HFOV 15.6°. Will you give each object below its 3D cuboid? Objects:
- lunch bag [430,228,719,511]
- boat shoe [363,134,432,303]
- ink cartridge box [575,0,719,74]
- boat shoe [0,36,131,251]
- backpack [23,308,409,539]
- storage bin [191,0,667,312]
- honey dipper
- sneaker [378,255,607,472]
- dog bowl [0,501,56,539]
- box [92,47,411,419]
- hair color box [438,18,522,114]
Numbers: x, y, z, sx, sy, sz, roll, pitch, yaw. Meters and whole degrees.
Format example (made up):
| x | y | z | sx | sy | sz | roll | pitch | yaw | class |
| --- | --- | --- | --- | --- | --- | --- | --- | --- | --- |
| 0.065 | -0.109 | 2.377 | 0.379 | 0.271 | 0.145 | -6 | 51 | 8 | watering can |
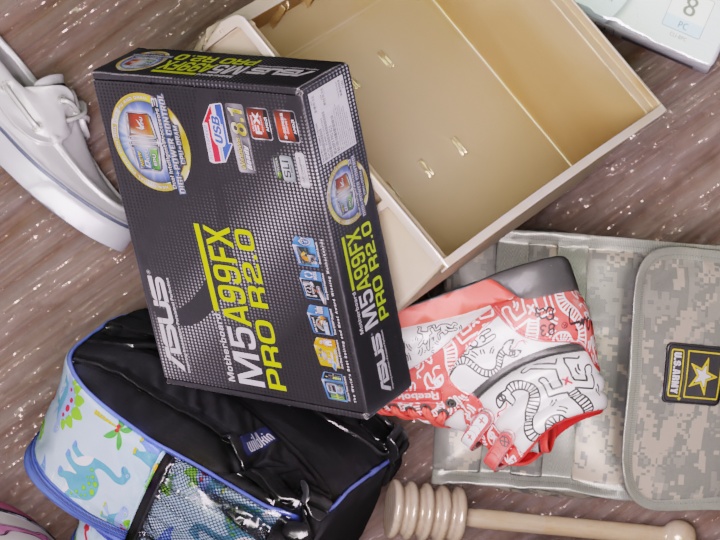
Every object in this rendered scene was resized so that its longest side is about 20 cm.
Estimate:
| x | y | z | sx | sy | sz | roll | pitch | yaw | class |
| --- | --- | --- | --- | --- | --- | --- | --- | --- | --- |
| 0.149 | 0.059 | 1.616 | 0.199 | 0.118 | 0.165 | 5 | 91 | 5 | lunch bag |
| 0.000 | 0.000 | 1.610 | 0.072 | 0.068 | 0.201 | -16 | 107 | 5 | boat shoe |
| 0.187 | -0.246 | 1.654 | 0.160 | 0.047 | 0.201 | 24 | 93 | 6 | ink cartridge box |
| -0.209 | -0.098 | 1.680 | 0.200 | 0.074 | 0.065 | 44 | 97 | 4 | boat shoe |
| -0.102 | 0.127 | 1.610 | 0.200 | 0.183 | 0.147 | 31 | 111 | 11 | backpack |
| 0.035 | -0.105 | 1.532 | 0.200 | 0.094 | 0.199 | -35 | 82 | -35 | storage bin |
| 0.115 | 0.159 | 1.636 | 0.199 | 0.038 | 0.038 | 7 | 89 | -10 | honey dipper |
| 0.046 | 0.074 | 1.543 | 0.201 | 0.067 | 0.108 | -20 | 81 | 12 | sneaker |
| -0.260 | 0.225 | 1.630 | 0.200 | 0.200 | 0.074 | -35 | 43 | 4 | dog bowl |
| -0.061 | -0.023 | 1.480 | 0.160 | 0.044 | 0.201 | 8 | 119 | 38 | box |
| 0.005 | -0.089 | 1.663 | 0.199 | 0.061 | 0.099 | -16 | 87 | 6 | hair color box |
